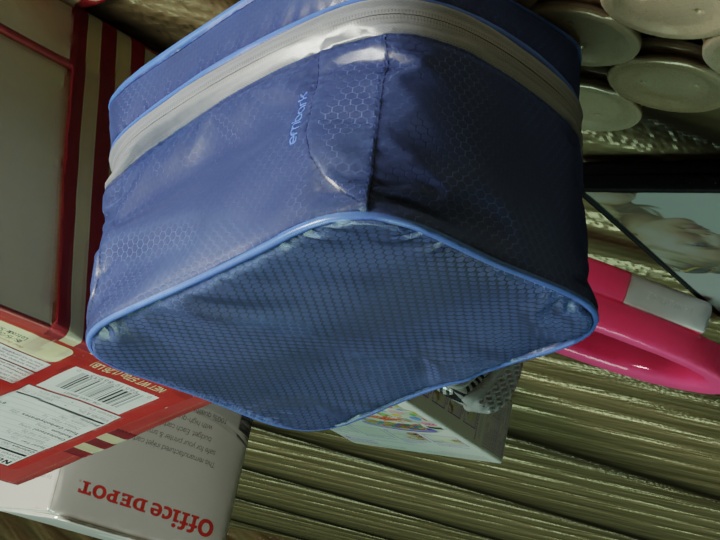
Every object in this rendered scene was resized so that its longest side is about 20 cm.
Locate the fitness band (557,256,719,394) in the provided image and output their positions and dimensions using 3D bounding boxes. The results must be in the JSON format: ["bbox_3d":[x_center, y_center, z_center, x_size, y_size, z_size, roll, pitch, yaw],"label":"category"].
[{"bbox_3d":[0.126,0.026,0.927,0.200,0.037,0.144,21,169,-8],"label":"fitness band"}]

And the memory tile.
[{"bbox_3d":[0.062,-0.102,0.588,0.200,0.017,0.153,21,163,-30],"label":"memory tile"}]

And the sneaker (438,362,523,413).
[{"bbox_3d":[0.000,0.000,0.849,0.115,0.075,0.200,1,140,51],"label":"sneaker"}]

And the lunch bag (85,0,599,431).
[{"bbox_3d":[-0.013,-0.030,0.610,0.136,0.132,0.200,25,146,-38],"label":"lunch bag"}]

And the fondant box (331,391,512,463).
[{"bbox_3d":[0.018,0.097,1.274,0.144,0.058,0.200,5,164,29],"label":"fondant box"}]

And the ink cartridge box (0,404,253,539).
[{"bbox_3d":[-0.152,0.087,1.102,0.146,0.200,0.086,26,161,-38],"label":"ink cartridge box"}]

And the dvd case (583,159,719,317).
[{"bbox_3d":[0.211,-0.010,0.792,0.143,0.018,0.200,2,162,35],"label":"dvd case"}]

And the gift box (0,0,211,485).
[{"bbox_3d":[-0.152,-0.027,0.734,0.200,0.187,0.185,-22,145,32],"label":"gift box"}]
